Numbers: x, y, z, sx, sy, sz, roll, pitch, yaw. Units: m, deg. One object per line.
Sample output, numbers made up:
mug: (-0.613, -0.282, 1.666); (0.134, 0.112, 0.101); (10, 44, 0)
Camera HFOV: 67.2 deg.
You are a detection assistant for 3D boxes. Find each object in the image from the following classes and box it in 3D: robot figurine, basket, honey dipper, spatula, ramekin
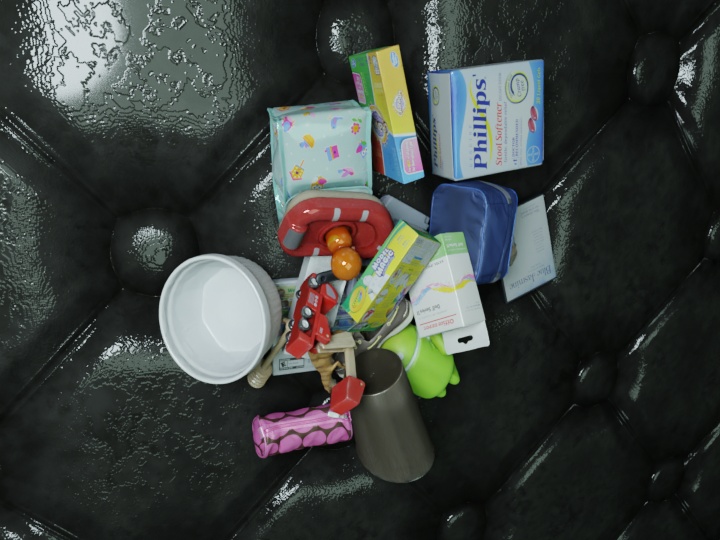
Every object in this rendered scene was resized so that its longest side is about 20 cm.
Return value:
robot figurine: (0.108, 0.179, 1.088); (0.197, 0.117, 0.176); (32, 116, -26)
basket: (0.042, 0.258, 0.996); (0.135, 0.177, 0.206); (-36, 127, -30)
honey dipper: (-0.155, 0.145, 0.963); (0.037, 0.039, 0.201); (14, 135, -23)
spatula: (0.000, 0.000, 0.959); (0.195, 0.020, 0.059); (-11, 111, -36)
ramekin: (-0.222, 0.071, 0.897); (0.192, 0.105, 0.209); (3, 99, 16)

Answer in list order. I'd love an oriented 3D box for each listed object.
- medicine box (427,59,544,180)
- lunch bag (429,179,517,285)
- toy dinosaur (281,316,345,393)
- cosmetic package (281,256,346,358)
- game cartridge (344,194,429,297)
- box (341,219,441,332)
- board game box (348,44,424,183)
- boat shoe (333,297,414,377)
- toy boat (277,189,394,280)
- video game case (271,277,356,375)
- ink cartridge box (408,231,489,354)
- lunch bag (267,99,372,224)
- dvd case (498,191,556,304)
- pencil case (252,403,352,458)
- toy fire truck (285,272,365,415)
medicine box: (0.230, -0.280, 1.001); (0.193, 0.103, 0.189); (-13, 110, -17)
lunch bag: (0.217, -0.065, 1.032); (0.129, 0.134, 0.208); (-10, 113, -41)
toy dinosaur: (-0.073, 0.136, 0.958); (0.104, 0.060, 0.204); (-30, 113, -5)
cosmetic package: (-0.082, 0.056, 0.990); (0.080, 0.051, 0.207); (13, 101, -23)
game cartridge: (0.046, -0.031, 1.027); (0.131, 0.040, 0.206); (21, 93, -39)
box: (0.047, 0.018, 0.911); (0.203, 0.048, 0.116); (-57, 155, 12)
board game box: (0.042, -0.261, 0.908); (0.039, 0.153, 0.207); (-19, 112, -11)
boat shoe: (0.013, 0.120, 1.016); (0.199, 0.073, 0.059); (-43, 136, 13)
toy boat: (-0.032, -0.045, 0.877); (0.193, 0.134, 0.131); (-2, 149, -29)
video game case: (-0.077, 0.103, 1.047); (0.192, 0.022, 0.189); (-4, 108, -19)
ink cartridge box: (0.150, 0.048, 0.975); (0.066, 0.116, 0.208); (-6, 79, -40)
lunch bag: (-0.066, -0.169, 0.914); (0.164, 0.122, 0.207); (-10, 117, -18)
dvd case: (0.348, -0.046, 1.164); (0.139, 0.018, 0.206); (-24, 113, -13)
pencil case: (-0.112, 0.306, 1.058); (0.193, 0.094, 0.094); (-8, 77, -20)
toy fire truck: (-0.053, 0.115, 0.889); (0.139, 0.204, 0.049); (34, 129, -22)
